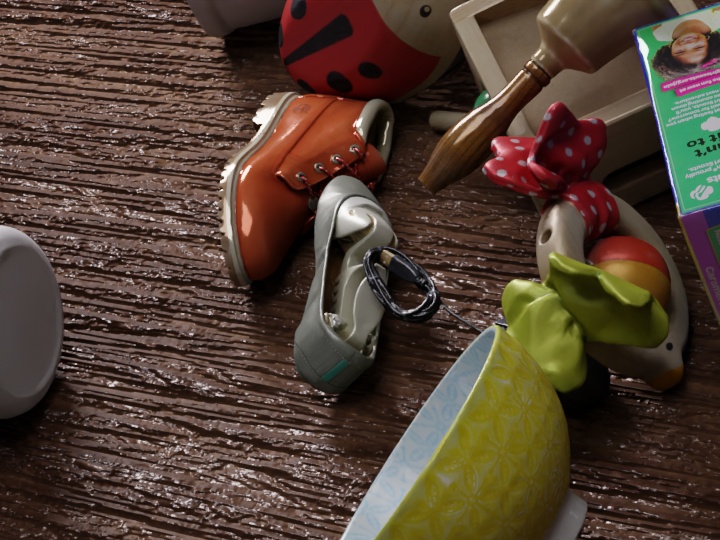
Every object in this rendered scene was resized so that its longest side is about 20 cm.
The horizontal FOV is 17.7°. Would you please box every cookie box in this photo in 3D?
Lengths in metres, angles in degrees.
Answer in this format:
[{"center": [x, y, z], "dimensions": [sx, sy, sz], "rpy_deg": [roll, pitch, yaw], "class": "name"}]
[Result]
[{"center": [0.244, -0.046, 1.485], "dimensions": [0.075, 0.171, 0.200], "rpy_deg": [-18, 39, 10], "class": "cookie box"}]

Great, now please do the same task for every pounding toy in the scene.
[{"center": [0.152, -0.126, 1.673], "dimensions": [0.200, 0.142, 0.184], "rpy_deg": [-25, 53, 2], "class": "pounding toy"}]

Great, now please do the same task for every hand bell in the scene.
[{"center": [0.114, -0.128, 1.561], "dimensions": [0.200, 0.104, 0.104], "rpy_deg": [-44, 40, 3], "class": "hand bell"}]

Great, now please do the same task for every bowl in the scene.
[{"center": [0.070, 0.144, 1.384], "dimensions": [0.108, 0.200, 0.200], "rpy_deg": [34, 55, -2], "class": "bowl"}]

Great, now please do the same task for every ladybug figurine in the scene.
[{"center": [0.000, -0.190, 1.780], "dimensions": [0.072, 0.136, 0.200], "rpy_deg": [-27, -3, -41], "class": "ladybug figurine"}]

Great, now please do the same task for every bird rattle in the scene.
[{"center": [0.148, -0.003, 1.499], "dimensions": [0.113, 0.163, 0.200], "rpy_deg": [-36, 38, 28], "class": "bird rattle"}]

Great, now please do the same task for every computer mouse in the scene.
[{"center": [0.081, 0.032, 1.541], "dimensions": [0.200, 0.034, 0.059], "rpy_deg": [30, 57, 25], "class": "computer mouse"}]

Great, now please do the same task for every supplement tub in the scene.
[{"center": [-0.333, 0.041, 1.695], "dimensions": [0.200, 0.140, 0.140], "rpy_deg": [-3, 43, 23], "class": "supplement tub"}]

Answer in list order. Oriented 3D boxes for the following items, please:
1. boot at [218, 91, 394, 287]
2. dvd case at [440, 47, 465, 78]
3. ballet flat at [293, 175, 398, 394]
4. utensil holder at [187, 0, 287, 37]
[{"center": [-0.040, -0.065, 1.729], "dimensions": [0.107, 0.075, 0.200], "rpy_deg": [1, 44, 21], "class": "boot"}, {"center": [0.048, -0.261, 1.767], "dimensions": [0.016, 0.200, 0.149], "rpy_deg": [-25, -6, -35], "class": "dvd case"}, {"center": [0.000, 0.000, 1.631], "dimensions": [0.064, 0.067, 0.200], "rpy_deg": [-38, 29, 41], "class": "ballet flat"}, {"center": [-0.049, -0.298, 1.924], "dimensions": [0.200, 0.170, 0.170], "rpy_deg": [-12, 40, 11], "class": "utensil holder"}]
